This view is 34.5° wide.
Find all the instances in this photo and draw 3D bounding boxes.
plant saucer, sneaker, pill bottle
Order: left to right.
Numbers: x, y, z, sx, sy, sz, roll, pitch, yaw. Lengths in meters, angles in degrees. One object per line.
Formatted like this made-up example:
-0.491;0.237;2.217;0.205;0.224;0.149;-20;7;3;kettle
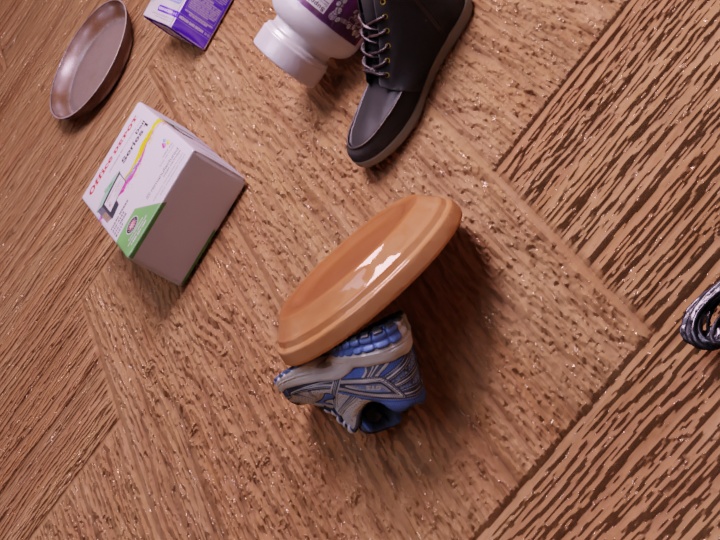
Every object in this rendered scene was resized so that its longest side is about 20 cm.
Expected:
-0.402;-0.313;1.753;0.199;0.032;0.203;-28;48;36;plant saucer
-0.024;-0.298;1.228;0.201;0.112;0.113;-52;38;12;pill bottle
-0.009;0.102;0.982;0.086;0.076;0.200;63;152;2;sneaker
0.000;0.000;0.989;0.199;0.038;0.200;-39;11;9;plant saucer
0.018;-0.207;1.124;0.075;0.106;0.202;26;88;53;sneaker

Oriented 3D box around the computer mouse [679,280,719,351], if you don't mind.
0.293;0.030;0.700;0.139;0.052;0.200;-54;27;8;computer mouse

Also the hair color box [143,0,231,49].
-0.202;-0.404;1.548;0.202;0.064;0.109;-59;36;0;hair color box

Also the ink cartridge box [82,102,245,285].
-0.238;-0.095;1.374;0.146;0.084;0.200;-57;36;5;ink cartridge box
